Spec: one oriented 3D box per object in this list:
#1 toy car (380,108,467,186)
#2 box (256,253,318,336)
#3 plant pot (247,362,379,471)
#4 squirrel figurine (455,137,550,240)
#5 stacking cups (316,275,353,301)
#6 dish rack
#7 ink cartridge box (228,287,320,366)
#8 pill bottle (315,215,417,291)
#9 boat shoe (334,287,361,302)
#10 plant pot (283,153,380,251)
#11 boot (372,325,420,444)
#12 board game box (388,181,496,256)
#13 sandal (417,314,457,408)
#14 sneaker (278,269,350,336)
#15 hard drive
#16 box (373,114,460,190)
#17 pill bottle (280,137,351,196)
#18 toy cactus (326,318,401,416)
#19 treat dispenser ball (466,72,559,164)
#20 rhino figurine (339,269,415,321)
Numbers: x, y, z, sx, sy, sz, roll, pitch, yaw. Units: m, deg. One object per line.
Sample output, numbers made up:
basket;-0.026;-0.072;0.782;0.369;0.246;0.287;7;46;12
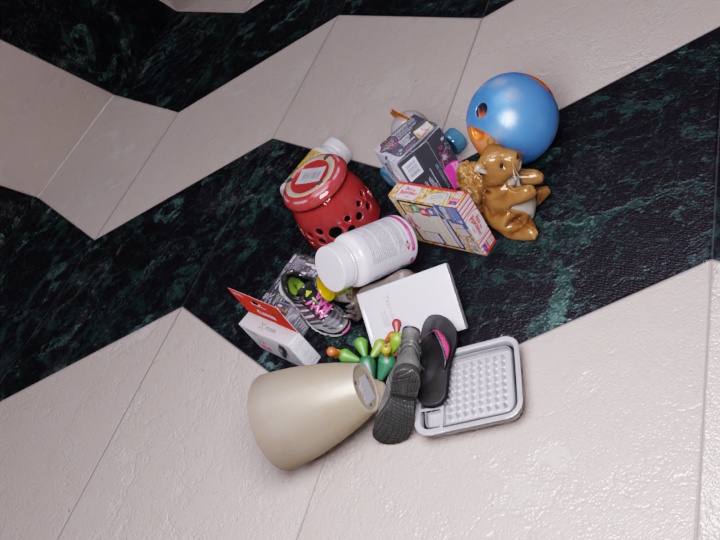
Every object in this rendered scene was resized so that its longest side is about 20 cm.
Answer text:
toy car;0.120;-0.321;1.799;0.184;0.200;0.177;-45;38;-10
box;-0.148;0.058;1.754;0.157;0.050;0.201;12;60;45
plant pot;-0.072;0.247;1.376;0.199;0.187;0.188;-24;39;22
squirrel figurine;0.272;-0.174;1.536;0.199;0.187;0.142;4;54;41
stacking cups;0.000;0.000;1.616;0.199;0.061;0.060;-26;29;-32
dish rack;0.195;0.212;1.322;0.199;0.044;0.172;-18;41;24
ink cartridge box;-0.198;0.127;1.622;0.199;0.174;0.044;17;62;47
pill bottle;0.012;-0.034;1.540;0.199;0.114;0.113;-23;26;-36
boat shoe;-0.020;-0.014;1.703;0.069;0.074;0.201;-6;48;27
plant pot;-0.078;-0.164;1.820;0.199;0.183;0.201;-22;42;22
boot;0.075;0.208;1.352;0.067;0.201;0.131;15;34;-1
board game box;0.170;-0.111;1.584;0.199;0.152;0.046;17;62;46
sandal;0.134;0.153;1.360;0.075;0.045;0.201;-18;41;26
sneaker;-0.106;0.067;1.630;0.200;0.088;0.074;40;72;20
hard drive;0.101;0.080;1.486;0.199;0.027;0.133;-20;81;22
box;0.143;-0.223;1.681;0.132;0.200;0.115;-41;36;-5
pill bottle;-0.114;-0.255;1.995;0.112;0.113;0.200;19;65;48
toy cactus;0.017;0.195;1.439;0.199;0.102;0.166;-32;55;22
treat dispenser ball;0.331;-0.329;1.634;0.200;0.201;0.202;-22;40;20
rhino figurine;0.042;0.057;1.568;0.199;0.088;0.060;-23;39;19
